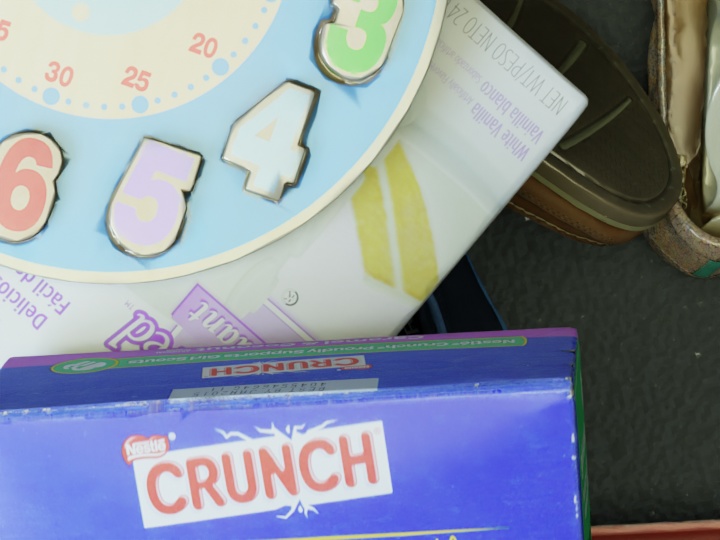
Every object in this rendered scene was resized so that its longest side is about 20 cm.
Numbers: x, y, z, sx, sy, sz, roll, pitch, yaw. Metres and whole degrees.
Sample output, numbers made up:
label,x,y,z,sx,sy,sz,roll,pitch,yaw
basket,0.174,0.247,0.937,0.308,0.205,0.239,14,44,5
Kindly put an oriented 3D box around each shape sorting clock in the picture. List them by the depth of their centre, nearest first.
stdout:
label,x,y,z,sx,sy,sz,roll,pitch,yaw
shape sorting clock,-0.072,-0.097,0.761,0.198,0.039,0.202,0,88,-5

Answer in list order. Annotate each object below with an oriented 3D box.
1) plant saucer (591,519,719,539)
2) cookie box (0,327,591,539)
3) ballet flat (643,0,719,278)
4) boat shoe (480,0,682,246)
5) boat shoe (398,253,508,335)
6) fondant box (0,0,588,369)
label,x,y,z,sx,sy,sz,roll,pitch,yaw
plant saucer,0.144,0.188,0.943,0.198,0.037,0.201,-3,86,4
cookie box,-0.016,0.123,0.743,0.170,0.075,0.202,-3,102,4
ballet flat,0.131,-0.097,0.915,0.068,0.067,0.202,0,95,-2
boat shoe,0.021,-0.070,0.919,0.200,0.072,0.068,41,133,10
boat shoe,0.000,0.000,0.885,0.084,0.069,0.200,-25,119,31
fondant box,-0.049,-0.022,0.810,0.144,0.058,0.200,41,86,-4
